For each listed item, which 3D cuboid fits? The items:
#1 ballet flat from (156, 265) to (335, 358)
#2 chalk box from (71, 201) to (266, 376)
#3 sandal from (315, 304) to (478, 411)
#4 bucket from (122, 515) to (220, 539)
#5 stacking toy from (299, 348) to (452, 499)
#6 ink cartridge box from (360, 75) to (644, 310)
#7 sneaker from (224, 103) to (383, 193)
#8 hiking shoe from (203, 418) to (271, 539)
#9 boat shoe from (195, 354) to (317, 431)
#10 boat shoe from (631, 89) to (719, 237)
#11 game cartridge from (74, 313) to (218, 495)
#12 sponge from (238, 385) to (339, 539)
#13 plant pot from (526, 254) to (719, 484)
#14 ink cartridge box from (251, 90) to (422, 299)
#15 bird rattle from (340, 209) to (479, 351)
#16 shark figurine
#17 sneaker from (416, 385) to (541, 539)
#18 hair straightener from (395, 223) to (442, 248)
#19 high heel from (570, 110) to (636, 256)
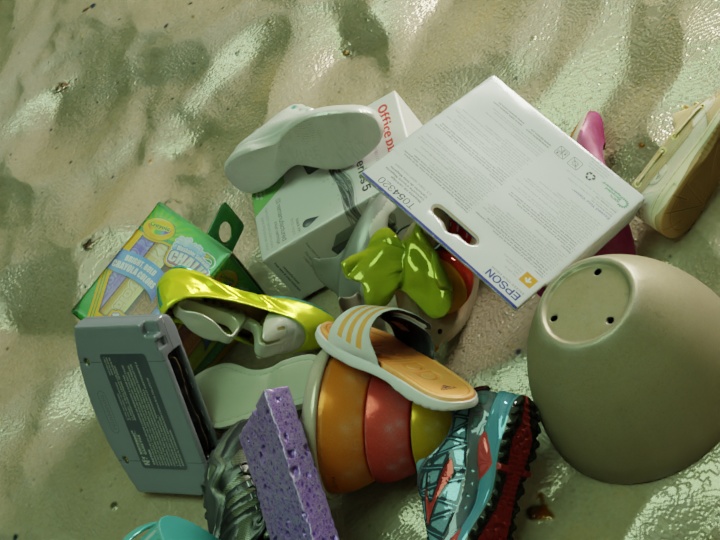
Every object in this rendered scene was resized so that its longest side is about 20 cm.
[{"bbox_3d":[-0.117,0.055,1.601,0.067,0.198,0.067,-89,22,-53],"label":"ballet flat"},{"bbox_3d":[-0.191,0.020,1.705,0.123,0.125,0.201,34,80,31],"label":"chalk box"},{"bbox_3d":[0.039,0.066,1.402,0.206,0.078,0.060,26,114,49],"label":"sandal"},{"bbox_3d":[-0.153,0.323,1.364,0.135,0.207,0.207,-48,41,3],"label":"bucket"},{"bbox_3d":[0.052,0.145,1.455,0.197,0.147,0.147,2,54,15],"label":"stacking toy"},{"bbox_3d":[0.129,-0.068,1.442,0.196,0.043,0.199,42,58,17],"label":"ink cartridge box"},{"bbox_3d":[-0.058,-0.153,1.685,0.198,0.076,0.089,-14,36,31],"label":"sneaker"},{"bbox_3d":[-0.101,0.241,1.517,0.100,0.076,0.202,-4,62,25],"label":"hiking shoe"},{"bbox_3d":[-0.101,0.133,1.607,0.200,0.060,0.073,-11,60,33],"label":"boat shoe"},{"bbox_3d":[0.324,-0.128,1.484,0.069,0.074,0.201,31,78,42],"label":"boat shoe"},{"bbox_3d":[-0.220,0.137,1.604,0.132,0.202,0.041,0,26,40],"label":"game cartridge"},{"bbox_3d":[-0.060,0.219,1.419,0.029,0.112,0.202,-9,66,-23],"label":"sponge"},{"bbox_3d":[0.224,0.064,1.354,0.199,0.135,0.202,-21,45,22],"label":"plant pot"},{"bbox_3d":[-0.013,-0.083,1.702,0.199,0.084,0.146,-29,42,15],"label":"ink cartridge box"},{"bbox_3d":[0.070,-0.014,1.520,0.111,0.164,0.200,2,35,26],"label":"bird rattle"},{"bbox_3d":[-0.003,-0.020,1.551,0.089,0.128,0.217,9,85,35],"label":"shark figurine"},{"bbox_3d":[0.089,0.200,1.368,0.095,0.079,0.202,12,76,39],"label":"sneaker"},{"bbox_3d":[0.105,-0.050,1.614,0.199,0.041,0.077,-37,58,16],"label":"hair straightener"},{"bbox_3d":[0.241,-0.083,1.543,0.201,0.095,0.068,-68,2,-51],"label":"high heel"}]
